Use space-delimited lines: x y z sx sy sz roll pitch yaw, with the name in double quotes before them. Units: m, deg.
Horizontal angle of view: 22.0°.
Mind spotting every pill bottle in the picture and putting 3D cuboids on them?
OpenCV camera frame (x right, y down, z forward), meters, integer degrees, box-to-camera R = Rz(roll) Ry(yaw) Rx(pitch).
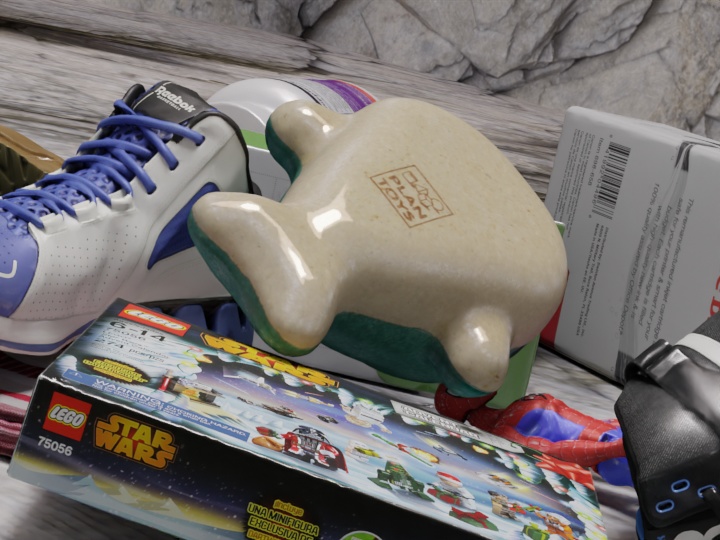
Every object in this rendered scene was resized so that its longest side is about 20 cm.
"pill bottle" -0.053 -0.075 1.271 0.111 0.112 0.200 16 11 19

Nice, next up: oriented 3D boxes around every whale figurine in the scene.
"whale figurine" 0.000 0.000 0.802 0.159 0.104 0.200 52 35 15

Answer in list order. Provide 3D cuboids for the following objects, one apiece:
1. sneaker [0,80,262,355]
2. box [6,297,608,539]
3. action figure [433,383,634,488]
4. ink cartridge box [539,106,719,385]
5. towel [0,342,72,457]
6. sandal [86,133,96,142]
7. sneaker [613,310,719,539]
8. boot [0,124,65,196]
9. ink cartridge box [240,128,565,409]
"sneaker" -0.113 -0.028 0.797 0.080 0.116 0.199 22 11 38
"box" -0.012 0.071 0.658 0.199 0.040 0.137 20 10 -1
"action figure" 0.125 0.082 0.819 0.199 0.052 0.065 14 13 20
"ink cartridge box" 0.191 -0.002 1.079 0.083 0.145 0.200 7 12 -30
"towel" -0.112 0.046 0.783 0.143 0.023 0.200 17 10 15
"sandal" -0.099 -0.043 1.133 0.211 0.078 0.070 22 6 19
"sneaker" 0.171 0.105 0.722 0.112 0.073 0.200 -28 52 -8
"boot" -0.233 -0.056 1.091 0.175 0.066 0.200 21 4 -37
"ink cartridge box" -0.003 -0.003 0.954 0.199 0.104 0.059 13 11 1
